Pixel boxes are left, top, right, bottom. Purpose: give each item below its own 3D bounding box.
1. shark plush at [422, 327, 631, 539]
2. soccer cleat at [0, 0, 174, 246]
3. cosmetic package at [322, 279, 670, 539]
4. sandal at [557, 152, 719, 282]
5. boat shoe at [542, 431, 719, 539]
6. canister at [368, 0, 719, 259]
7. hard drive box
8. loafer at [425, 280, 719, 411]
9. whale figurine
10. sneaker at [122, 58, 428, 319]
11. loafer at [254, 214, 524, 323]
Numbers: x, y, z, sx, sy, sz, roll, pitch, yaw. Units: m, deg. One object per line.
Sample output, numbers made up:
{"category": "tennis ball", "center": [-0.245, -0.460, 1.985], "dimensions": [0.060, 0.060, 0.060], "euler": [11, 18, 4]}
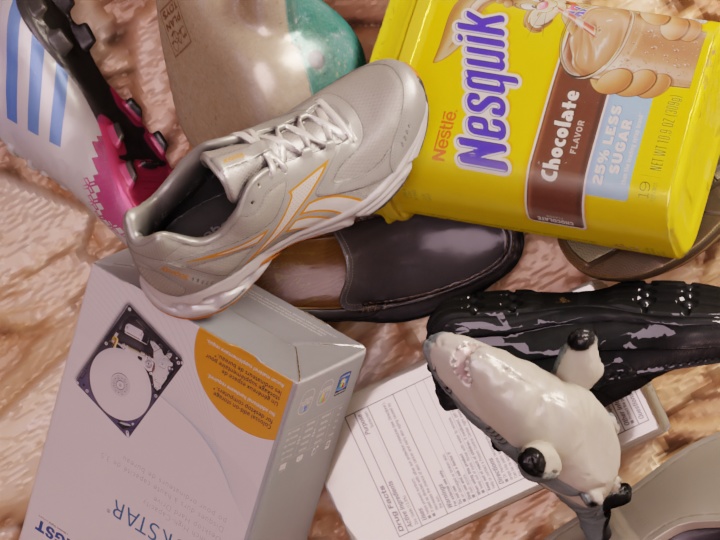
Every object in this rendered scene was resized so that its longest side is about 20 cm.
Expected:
{"category": "shark plush", "center": [0.107, 0.091, 1.614], "dimensions": [0.083, 0.200, 0.091], "euler": [8, 73, 31]}
{"category": "soccer cleat", "center": [-0.180, -0.082, 1.767], "dimensions": [0.086, 0.070, 0.200], "euler": [-34, 82, 25]}
{"category": "cosmetic package", "center": [0.075, 0.092, 1.709], "dimensions": [0.200, 0.071, 0.105], "euler": [-24, 85, 10]}
{"category": "sandal", "center": [0.212, -0.053, 1.694], "dimensions": [0.200, 0.054, 0.080], "euler": [-34, 60, -5]}
{"category": "boat shoe", "center": [0.199, 0.156, 1.705], "dimensions": [0.200, 0.073, 0.063], "euler": [-27, 128, 4]}
{"category": "canister", "center": [0.108, -0.091, 1.664], "dimensions": [0.200, 0.087, 0.149], "euler": [10, 71, 21]}
{"category": "hard drive box", "center": [-0.102, 0.105, 1.692], "dimensions": [0.156, 0.077, 0.200], "euler": [28, 118, 23]}
{"category": "loafer", "center": [0.138, 0.047, 1.632], "dimensions": [0.200, 0.068, 0.071], "euler": [-3, 107, 9]}
{"category": "whale figurine", "center": [-0.065, -0.151, 1.715], "dimensions": [0.104, 0.159, 0.200], "euler": [-20, 81, -27]}
{"category": "sneaker", "center": [-0.047, -0.055, 1.597], "dimensions": [0.200, 0.092, 0.076], "euler": [-40, 63, -6]}
{"category": "loafer", "center": [0.000, 0.000, 1.723], "dimensions": [0.200, 0.072, 0.073], "euler": [-15, 87, 10]}
